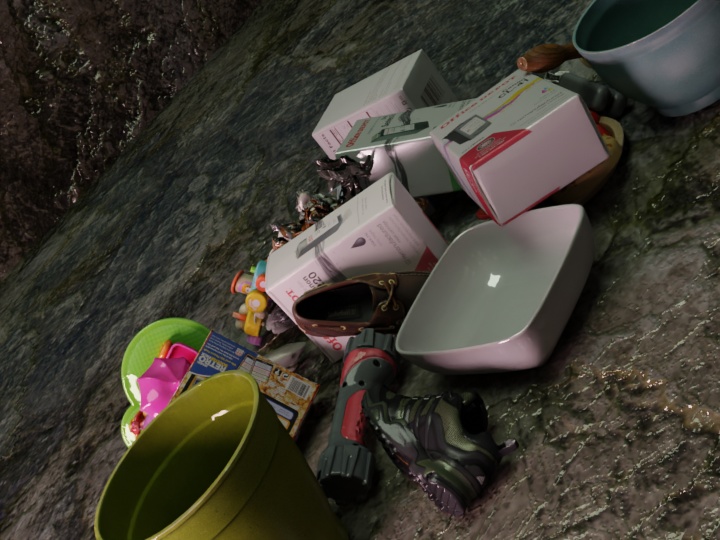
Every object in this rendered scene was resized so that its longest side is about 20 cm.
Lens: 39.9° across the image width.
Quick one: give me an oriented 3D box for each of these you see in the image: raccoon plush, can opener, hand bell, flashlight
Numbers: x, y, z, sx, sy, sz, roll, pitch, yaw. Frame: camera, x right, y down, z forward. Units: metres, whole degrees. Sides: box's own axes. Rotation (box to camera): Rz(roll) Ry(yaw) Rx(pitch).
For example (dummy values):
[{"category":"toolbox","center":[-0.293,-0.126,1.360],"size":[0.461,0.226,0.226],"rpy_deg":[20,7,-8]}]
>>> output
[{"category":"raccoon plush","center":[-0.085,-0.020,1.367],"size":[0.198,0.096,0.136],"rpy_deg":[-32,67,20]},{"category":"can opener","center":[0.285,-0.230,1.316],"size":[0.200,0.052,0.068],"rpy_deg":[-135,60,-67]},{"category":"hand bell","center":[0.266,-0.272,1.230],"size":[0.198,0.106,0.103],"rpy_deg":[-22,11,-34]},{"category":"flashlight","center":[0.002,0.155,1.073],"size":[0.202,0.067,0.068],"rpy_deg":[-79,12,-49]}]

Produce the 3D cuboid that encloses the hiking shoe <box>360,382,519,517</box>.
[{"category":"hiking shoe","center":[0.075,0.156,0.965],"size":[0.100,0.076,0.200],"rpy_deg":[-36,32,-10]}]

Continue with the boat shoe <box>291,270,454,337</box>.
[{"category":"boat shoe","center":[0.018,0.040,1.146],"size":[0.196,0.070,0.072],"rpy_deg":[-12,73,6]}]

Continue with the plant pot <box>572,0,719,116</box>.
[{"category":"plant pot","center":[0.364,-0.266,1.140],"size":[0.199,0.135,0.201],"rpy_deg":[-34,25,18]}]

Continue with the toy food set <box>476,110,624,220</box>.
[{"category":"toy food set","center":[0.230,-0.123,1.208],"size":[0.196,0.049,0.201],"rpy_deg":[-28,28,28]}]

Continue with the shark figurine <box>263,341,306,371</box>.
[{"category":"shark figurine","center":[-0.163,0.169,1.263],"size":[0.127,0.090,0.216],"rpy_deg":[-22,29,39]}]

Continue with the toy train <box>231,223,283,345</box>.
[{"category":"toy train","center":[-0.149,0.018,1.423],"size":[0.201,0.055,0.152],"rpy_deg":[106,178,-62]}]

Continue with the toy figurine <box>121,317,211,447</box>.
[{"category":"toy figurine","center":[-0.256,0.173,1.285],"size":[0.203,0.148,0.184],"rpy_deg":[-64,9,2]}]

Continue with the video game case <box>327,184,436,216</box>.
[{"category":"video game case","center":[0.021,-0.099,1.478],"size":[0.180,0.046,0.201],"rpy_deg":[-32,26,16]}]

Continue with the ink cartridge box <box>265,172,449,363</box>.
[{"category":"ink cartridge box","center":[0.000,0.000,1.224],"size":[0.198,0.146,0.085],"rpy_deg":[-32,28,20]}]

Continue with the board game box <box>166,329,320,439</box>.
[{"category":"board game box","center":[-0.153,0.185,1.142],"size":[0.201,0.150,0.047],"rpy_deg":[-62,-2,-40]}]

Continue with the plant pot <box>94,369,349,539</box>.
[{"category":"plant pot","center":[-0.114,0.236,0.947],"size":[0.199,0.193,0.202],"rpy_deg":[-32,26,18]}]

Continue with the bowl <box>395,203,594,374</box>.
[{"category":"bowl","center":[0.150,0.031,1.040],"size":[0.198,0.075,0.201],"rpy_deg":[-11,39,48]}]

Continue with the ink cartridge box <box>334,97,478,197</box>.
[{"category":"ink cartridge box","center":[0.078,-0.161,1.348],"size":[0.196,0.085,0.146],"rpy_deg":[-8,24,18]}]

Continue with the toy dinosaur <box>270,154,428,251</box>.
[{"category":"toy dinosaur","center":[-0.018,-0.075,1.278],"size":[0.197,0.138,0.102],"rpy_deg":[-15,17,-26]}]

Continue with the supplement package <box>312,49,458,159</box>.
[{"category":"supplement package","center":[0.041,-0.245,1.603],"size":[0.198,0.118,0.118],"rpy_deg":[-19,33,39]}]

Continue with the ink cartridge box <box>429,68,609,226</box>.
[{"category":"ink cartridge box","center":[0.176,-0.147,1.143],"size":[0.146,0.086,0.200],"rpy_deg":[-34,22,2]}]
